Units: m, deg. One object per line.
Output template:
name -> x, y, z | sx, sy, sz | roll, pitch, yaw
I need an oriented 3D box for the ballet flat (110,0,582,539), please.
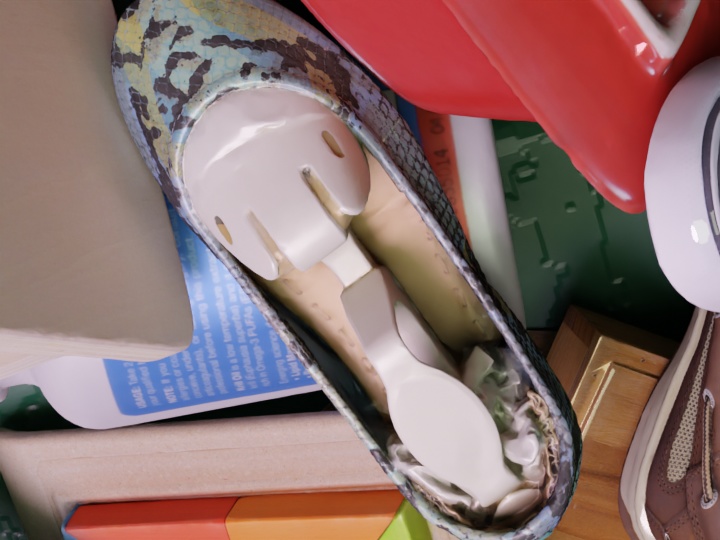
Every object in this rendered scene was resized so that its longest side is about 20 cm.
ballet flat -> 0.000, 0.000, 0.812 | 0.074, 0.074, 0.200 | -38, 101, 15

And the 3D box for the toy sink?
toy sink -> -0.155, -0.026, 0.771 | 0.112, 0.200, 0.131 | -21, 77, 26

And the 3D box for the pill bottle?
pill bottle -> -0.053, -0.011, 0.901 | 0.199, 0.112, 0.113 | -10, 115, 1

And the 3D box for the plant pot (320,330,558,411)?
plant pot -> 0.058, 0.117, 1.013 | 0.199, 0.028, 0.201 | -1, 116, -2

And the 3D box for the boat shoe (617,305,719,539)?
boat shoe -> 0.146, 0.004, 0.899 | 0.074, 0.075, 0.203 | 15, 88, -16

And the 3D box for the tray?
tray -> 0.144, 0.092, 0.975 | 0.199, 0.037, 0.099 | 19, 101, -19

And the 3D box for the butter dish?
butter dish -> 0.021, -0.136, 0.826 | 0.147, 0.201, 0.200 | -12, 131, 41

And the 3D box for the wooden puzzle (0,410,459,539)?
wooden puzzle -> -0.025, 0.134, 0.964 | 0.199, 0.037, 0.186 | -3, 119, 30

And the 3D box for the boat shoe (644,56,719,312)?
boat shoe -> 0.154, -0.033, 0.813 | 0.068, 0.200, 0.072 | -8, 92, 38
